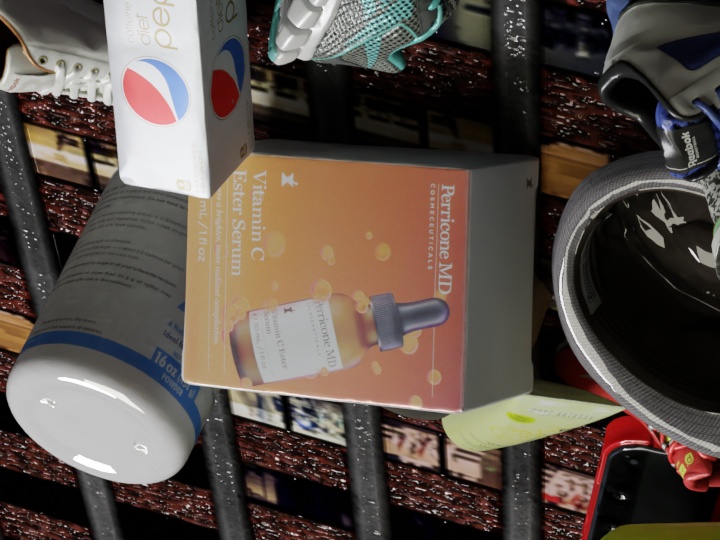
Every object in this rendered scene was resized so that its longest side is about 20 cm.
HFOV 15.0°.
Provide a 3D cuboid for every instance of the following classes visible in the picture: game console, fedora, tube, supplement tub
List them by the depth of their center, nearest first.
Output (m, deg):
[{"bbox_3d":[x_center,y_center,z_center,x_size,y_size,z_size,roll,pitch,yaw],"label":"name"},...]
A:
[{"bbox_3d":[0.212,0.006,1.627,0.200,0.090,0.177,36,123,4],"label":"fedora"},{"bbox_3d":[-0.140,0.028,1.809,0.131,0.200,0.132,17,148,11],"label":"supplement tub"},{"bbox_3d":[0.106,0.093,1.822,0.052,0.058,0.200,56,163,-4],"label":"tube"},{"bbox_3d":[0.250,0.176,1.936,0.176,0.031,0.200,13,147,6],"label":"game console"}]

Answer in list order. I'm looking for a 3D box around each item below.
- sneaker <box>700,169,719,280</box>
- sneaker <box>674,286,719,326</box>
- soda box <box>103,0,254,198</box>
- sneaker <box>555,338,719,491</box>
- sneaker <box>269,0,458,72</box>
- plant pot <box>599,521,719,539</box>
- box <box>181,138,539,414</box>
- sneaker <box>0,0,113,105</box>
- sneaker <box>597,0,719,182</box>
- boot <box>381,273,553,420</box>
[{"bbox_3d":[0.274,-0.055,1.512,0.199,0.089,0.077,-9,144,-19],"label":"sneaker"},{"bbox_3d":[0.270,0.069,1.700,0.199,0.077,0.075,18,178,21],"label":"sneaker"},{"bbox_3d":[-0.108,-0.147,1.603,0.063,0.068,0.201,10,124,20],"label":"soda box"},{"bbox_3d":[0.218,0.099,1.788,0.199,0.085,0.077,23,147,1],"label":"sneaker"},{"bbox_3d":[0.019,-0.174,1.543,0.091,0.078,0.200,15,154,-15],"label":"sneaker"},{"bbox_3d":[0.257,0.270,1.844,0.199,0.182,0.199,-4,162,30],"label":"plant pot"},{"bbox_3d":[0.000,0.000,1.700,0.199,0.153,0.106,4,-173,28],"label":"box"},{"bbox_3d":[-0.187,-0.129,1.725,0.199,0.085,0.073,29,146,-11],"label":"sneaker"},{"bbox_3d":[0.215,-0.098,1.481,0.199,0.115,0.081,8,145,24],"label":"sneaker"},{"bbox_3d":[0.059,0.047,1.825,0.074,0.076,0.200,46,148,-18],"label":"boot"}]
